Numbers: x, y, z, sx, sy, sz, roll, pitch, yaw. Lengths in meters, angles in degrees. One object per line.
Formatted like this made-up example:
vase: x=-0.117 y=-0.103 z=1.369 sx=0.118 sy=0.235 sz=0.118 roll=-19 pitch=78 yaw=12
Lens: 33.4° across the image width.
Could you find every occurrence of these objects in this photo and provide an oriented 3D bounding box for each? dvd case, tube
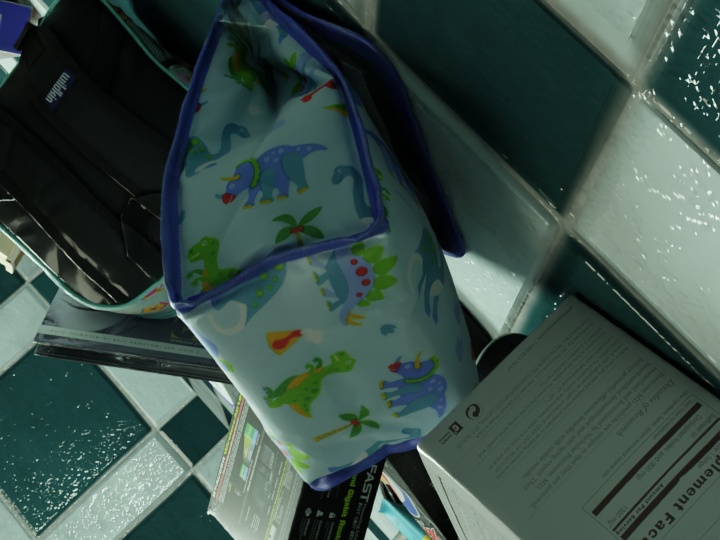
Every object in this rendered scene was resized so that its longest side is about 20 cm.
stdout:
dvd case: x=-0.148 y=0.019 z=0.898 sx=0.201 sy=0.146 sz=0.016 roll=-90 pitch=10 yaw=-64
tube: x=0.100 y=0.261 z=1.060 sx=0.198 sy=0.051 sz=0.078 roll=33 pitch=157 yaw=9

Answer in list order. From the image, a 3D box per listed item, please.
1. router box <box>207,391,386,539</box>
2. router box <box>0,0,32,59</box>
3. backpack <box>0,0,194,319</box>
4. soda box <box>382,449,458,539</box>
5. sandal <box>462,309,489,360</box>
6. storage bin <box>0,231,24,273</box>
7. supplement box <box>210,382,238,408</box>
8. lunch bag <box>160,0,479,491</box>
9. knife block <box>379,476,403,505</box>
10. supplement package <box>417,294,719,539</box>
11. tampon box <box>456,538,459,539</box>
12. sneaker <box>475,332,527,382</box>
router box: x=-0.038 y=0.110 z=0.869 sx=0.061 sy=0.203 sz=0.149 roll=14 pitch=-176 yaw=-28
router box: x=-0.443 y=-0.258 z=1.207 sx=0.197 sy=0.050 sz=0.179 roll=9 pitch=-176 yaw=-26
backpack: x=-0.162 y=-0.065 z=0.841 sx=0.200 sy=0.176 sz=0.153 roll=41 pitch=-179 yaw=25
soda box: x=0.056 y=0.153 z=0.952 sx=0.201 sy=0.071 sz=0.063 roll=56 pitch=165 yaw=-24
sandal: x=0.000 y=0.000 z=0.762 sx=0.200 sy=0.048 sz=0.076 roll=45 pitch=166 yaw=16
storage bin: x=-0.369 y=-0.111 z=1.321 sx=0.093 sy=0.200 sz=0.200 roll=32 pitch=170 yaw=-12
supplement box: x=-0.139 y=0.031 z=1.170 sx=0.101 sy=0.103 sz=0.201 roll=42 pitch=166 yaw=26
lunch bag: x=-0.019 y=-0.024 z=0.611 sx=0.171 sy=0.126 sz=0.202 roll=63 pitch=-171 yaw=-45
knife block: x=-0.001 y=0.123 z=1.062 sx=0.201 sy=0.064 sz=0.175 roll=52 pitch=165 yaw=-13
supplement package: x=0.139 y=0.127 z=0.545 sx=0.199 sy=0.109 sz=0.114 roll=39 pitch=163 yaw=36
tampon box: x=0.145 y=0.272 z=0.832 sx=0.201 sy=0.150 sz=0.126 roll=53 pitch=165 yaw=-17
sneaker: x=0.088 y=0.100 z=0.711 sx=0.083 sy=0.072 sz=0.201 roll=37 pitch=162 yaw=42
